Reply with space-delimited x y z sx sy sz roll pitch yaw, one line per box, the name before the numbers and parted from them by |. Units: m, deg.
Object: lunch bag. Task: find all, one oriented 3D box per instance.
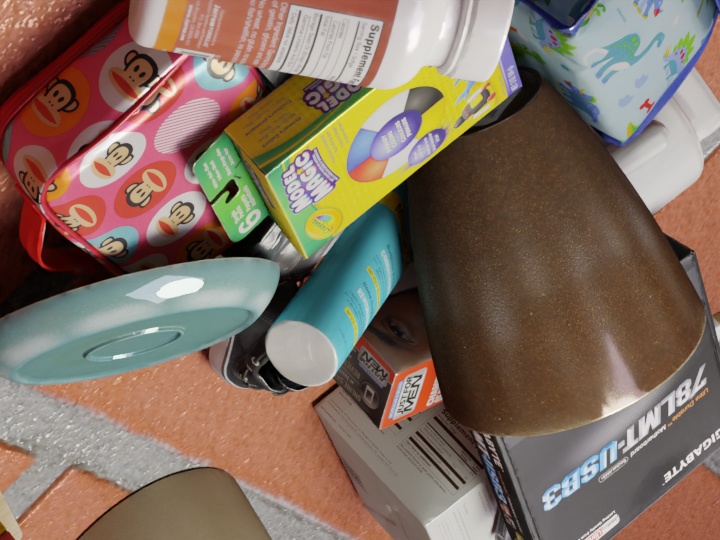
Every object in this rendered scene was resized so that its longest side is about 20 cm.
lunch bag | -0.128 -0.065 1.517 0.176 0.082 0.200 -42 153 -2
lunch bag | 0.181 -0.210 1.692 0.200 0.127 0.170 -53 151 -11

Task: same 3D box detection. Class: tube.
tube | 0.000 0.000 1.684 0.200 0.050 0.077 -55 150 -48

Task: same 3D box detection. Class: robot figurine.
robot figurine | 0.168 -0.077 1.856 0.200 0.113 0.170 -38 -177 -13

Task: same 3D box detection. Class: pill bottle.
pill bottle | -0.020 -0.162 1.397 0.200 0.112 0.112 9 133 -10

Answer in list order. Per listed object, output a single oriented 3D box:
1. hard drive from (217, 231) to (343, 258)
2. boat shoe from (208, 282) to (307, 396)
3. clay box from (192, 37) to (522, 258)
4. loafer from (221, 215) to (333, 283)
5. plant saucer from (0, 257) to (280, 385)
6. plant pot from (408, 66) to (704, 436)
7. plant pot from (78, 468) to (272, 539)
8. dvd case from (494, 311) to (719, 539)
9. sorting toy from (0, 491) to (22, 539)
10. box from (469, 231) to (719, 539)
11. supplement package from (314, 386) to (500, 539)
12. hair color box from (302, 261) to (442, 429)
hard drive | -0.055 -0.039 1.709 0.200 0.026 0.132 -32 150 -21
boat shoe | -0.056 0.054 1.753 0.070 0.066 0.200 -33 166 -17
clay box | 0.000 -0.088 1.513 0.200 0.048 0.115 -40 153 -7
loafer | -0.015 -0.081 1.634 0.200 0.073 0.072 -51 138 3
plant saucer | -0.144 0.036 1.591 0.200 0.027 0.200 -15 168 -3
plant pot | 0.109 -0.026 1.684 0.187 0.187 0.200 -33 118 -19
plant pot | -0.107 0.282 1.900 0.187 0.200 0.187 -32 150 -21
dvd case | 0.193 0.123 1.949 0.200 0.016 0.149 -24 141 -28
sorting toy | -0.312 0.203 1.660 0.200 0.070 0.199 -36 152 -14
box | 0.177 0.101 1.858 0.200 0.050 0.199 -36 132 -18
supplement package | 0.100 0.131 2.014 0.200 0.147 0.191 -38 150 -10
hair color box | 0.062 0.028 1.865 0.200 0.111 0.064 -23 145 -34
